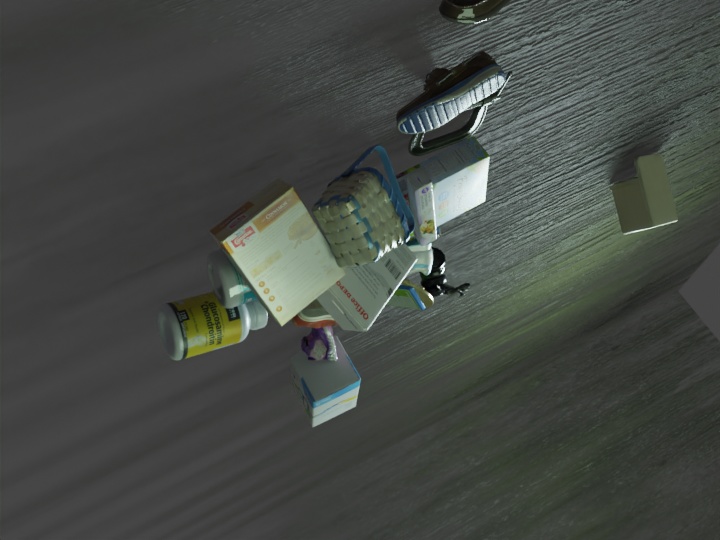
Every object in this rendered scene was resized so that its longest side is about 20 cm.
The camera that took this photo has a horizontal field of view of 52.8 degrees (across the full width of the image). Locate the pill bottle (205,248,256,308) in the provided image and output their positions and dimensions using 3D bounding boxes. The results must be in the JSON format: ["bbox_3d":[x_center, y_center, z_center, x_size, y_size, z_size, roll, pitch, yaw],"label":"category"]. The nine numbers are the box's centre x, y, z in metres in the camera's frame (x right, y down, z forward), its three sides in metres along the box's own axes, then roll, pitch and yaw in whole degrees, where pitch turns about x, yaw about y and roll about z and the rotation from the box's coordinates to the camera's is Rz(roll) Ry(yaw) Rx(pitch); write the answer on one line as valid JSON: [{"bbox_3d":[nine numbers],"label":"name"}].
[{"bbox_3d":[-0.180,-0.010,1.361,0.199,0.111,0.111,-19,153,-24],"label":"pill bottle"}]

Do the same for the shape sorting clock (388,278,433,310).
[{"bbox_3d":[0.078,0.044,1.709,0.198,0.039,0.200,13,162,4],"label":"shape sorting clock"}]

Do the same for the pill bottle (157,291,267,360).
[{"bbox_3d":[-0.290,0.099,1.433,0.199,0.112,0.112,-15,151,-32],"label":"pill bottle"}]

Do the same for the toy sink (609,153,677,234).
[{"bbox_3d":[0.800,-0.218,2.067,0.130,0.202,0.112,-13,179,-36],"label":"toy sink"}]

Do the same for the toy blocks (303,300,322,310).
[{"bbox_3d":[-0.062,0.049,1.595,0.199,0.101,0.136,-9,179,-27],"label":"toy blocks"}]

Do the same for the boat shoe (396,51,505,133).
[{"bbox_3d":[0.144,-0.304,1.235,0.199,0.073,0.072,-27,156,1],"label":"boat shoe"}]

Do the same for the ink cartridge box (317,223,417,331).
[{"bbox_3d":[0.000,0.000,1.441,0.084,0.146,0.200,-3,-138,53],"label":"ink cartridge box"}]

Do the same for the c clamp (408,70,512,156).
[{"bbox_3d":[0.179,-0.290,1.365,0.199,0.027,0.171,-26,160,-17],"label":"c clamp"}]

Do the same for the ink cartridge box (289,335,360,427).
[{"bbox_3d":[-0.100,0.308,1.992,0.145,0.147,0.200,-24,154,-17],"label":"ink cartridge box"}]

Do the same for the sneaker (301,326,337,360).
[{"bbox_3d":[-0.109,0.178,1.837,0.088,0.081,0.201,-10,149,-4],"label":"sneaker"}]

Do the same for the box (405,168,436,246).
[{"bbox_3d":[0.122,-0.120,1.434,0.039,0.042,0.200,-28,149,-7],"label":"box"}]

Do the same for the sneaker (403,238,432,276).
[{"bbox_3d":[0.059,-0.019,1.579,0.198,0.081,0.077,-5,-160,5],"label":"sneaker"}]

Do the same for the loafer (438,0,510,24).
[{"bbox_3d":[0.200,-0.437,1.076,0.199,0.073,0.071,-32,145,-10],"label":"loafer"}]

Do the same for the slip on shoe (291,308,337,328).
[{"bbox_3d":[-0.080,0.104,1.735,0.199,0.074,0.061,0,147,-40],"label":"slip on shoe"}]

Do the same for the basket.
[{"bbox_3d":[0.015,-0.110,1.287,0.139,0.177,0.200,-8,-156,45],"label":"basket"}]

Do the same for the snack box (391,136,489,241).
[{"bbox_3d":[0.167,-0.168,1.516,0.199,0.068,0.169,-29,153,-8],"label":"snack box"}]

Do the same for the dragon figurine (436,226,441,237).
[{"bbox_3d":[0.124,-0.084,1.631,0.099,0.059,0.200,-5,144,-44],"label":"dragon figurine"}]

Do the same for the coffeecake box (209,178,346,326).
[{"bbox_3d":[-0.141,-0.031,1.265,0.153,0.073,0.201,-39,122,-12],"label":"coffeecake box"}]

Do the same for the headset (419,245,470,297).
[{"bbox_3d":[0.185,0.007,1.708,0.093,0.200,0.124,-15,117,-6],"label":"headset"}]
